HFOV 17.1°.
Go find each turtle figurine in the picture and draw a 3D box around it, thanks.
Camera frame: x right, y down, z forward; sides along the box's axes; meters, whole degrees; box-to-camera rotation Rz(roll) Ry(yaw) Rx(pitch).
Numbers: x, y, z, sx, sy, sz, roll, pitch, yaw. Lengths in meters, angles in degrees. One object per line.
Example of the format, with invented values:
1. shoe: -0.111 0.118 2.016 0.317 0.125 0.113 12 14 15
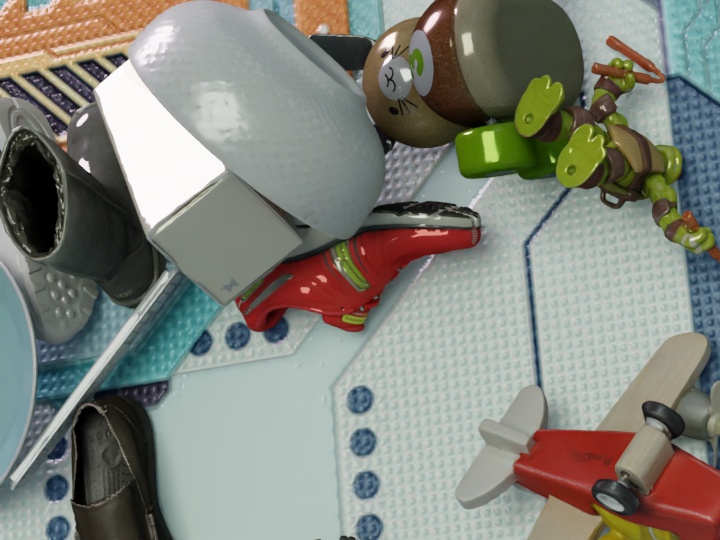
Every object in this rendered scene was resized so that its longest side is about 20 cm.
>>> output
1. turtle figurine: 0.171 -0.086 1.628 0.064 0.161 0.200 -37 61 29

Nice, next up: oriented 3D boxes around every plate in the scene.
1. plate: -0.295 0.080 1.802 0.200 0.026 0.201 -5 83 47

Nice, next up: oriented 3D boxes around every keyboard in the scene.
1. keyboard: -0.193 0.080 1.769 0.011 0.056 0.200 37 88 8

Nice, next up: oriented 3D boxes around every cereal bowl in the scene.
1. cereal bowl: -0.056 -0.116 1.626 0.083 0.200 0.200 -48 65 10

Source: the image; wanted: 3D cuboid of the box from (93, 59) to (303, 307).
1. box: -0.119 -0.075 1.718 0.078 0.095 0.200 -38 39 9

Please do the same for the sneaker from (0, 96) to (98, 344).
1. sneaker: -0.260 -0.030 1.829 0.080 0.076 0.201 -29 65 29

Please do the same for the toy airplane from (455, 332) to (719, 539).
1. toy airplane: 0.164 0.150 1.583 0.200 0.141 0.199 -35 28 20

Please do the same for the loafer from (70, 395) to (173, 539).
1. loafer: -0.182 0.184 1.733 0.073 0.071 0.201 -20 70 17

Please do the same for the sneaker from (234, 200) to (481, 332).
1. sneaker: 0.000 0.000 1.719 0.199 0.077 0.085 -13 91 24

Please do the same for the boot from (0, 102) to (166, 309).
1. boot: -0.210 -0.066 1.737 0.072 0.200 0.182 -26 68 16

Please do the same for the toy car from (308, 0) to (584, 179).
1. toy car: 0.044 -0.135 1.692 0.199 0.158 0.165 -11 85 33

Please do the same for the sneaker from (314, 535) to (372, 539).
1. sneaker: 0.022 0.253 1.630 0.200 0.071 0.098 29 123 43
